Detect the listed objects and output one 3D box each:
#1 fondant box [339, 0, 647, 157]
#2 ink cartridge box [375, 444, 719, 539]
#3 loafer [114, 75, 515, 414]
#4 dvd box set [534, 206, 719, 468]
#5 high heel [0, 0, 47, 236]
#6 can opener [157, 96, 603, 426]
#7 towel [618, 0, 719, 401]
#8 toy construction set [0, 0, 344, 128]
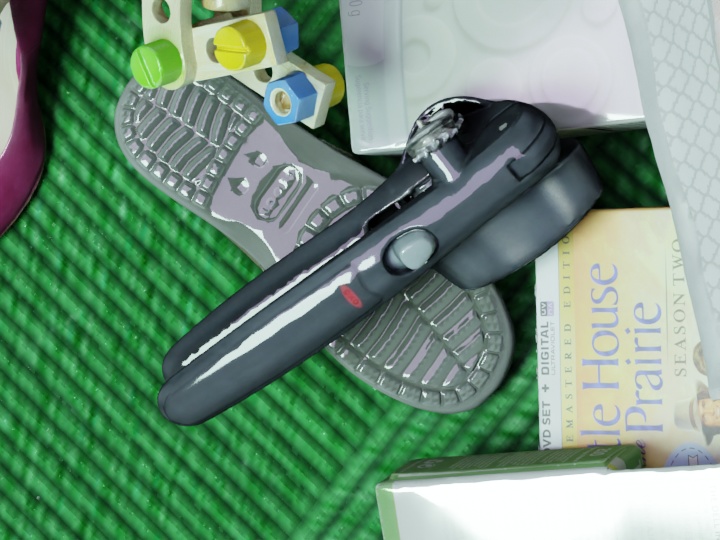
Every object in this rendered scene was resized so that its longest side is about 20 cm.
[{"bbox_3d":[0.090,-0.128,1.033,0.199,0.058,0.145,-6,88,23],"label":"fondant box"},{"bbox_3d":[0.112,0.143,1.003,0.199,0.048,0.146,-6,97,23],"label":"ink cartridge box"},{"bbox_3d":[-0.014,-0.020,1.077,0.200,0.070,0.075,43,97,2],"label":"loafer"},{"bbox_3d":[0.168,0.044,1.013,0.199,0.029,0.147,0,91,24],"label":"dvd box set"},{"bbox_3d":[-0.174,-0.090,1.128,0.067,0.096,0.201,32,102,20],"label":"high heel"},{"bbox_3d":[0.000,0.000,1.006,0.200,0.063,0.079,-34,103,9],"label":"can opener"},{"bbox_3d":[0.161,-0.057,0.895,0.191,0.032,0.201,-20,81,63],"label":"towel"},{"bbox_3d":[-0.103,-0.123,1.022,0.199,0.092,0.132,2,110,26],"label":"toy construction set"}]
